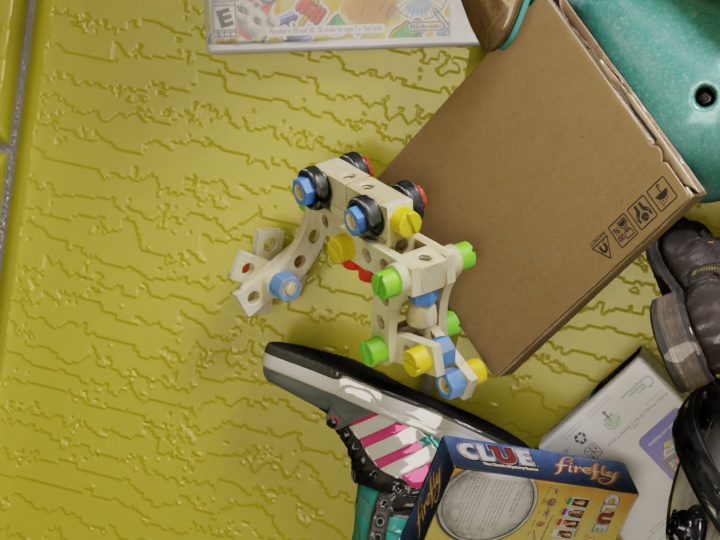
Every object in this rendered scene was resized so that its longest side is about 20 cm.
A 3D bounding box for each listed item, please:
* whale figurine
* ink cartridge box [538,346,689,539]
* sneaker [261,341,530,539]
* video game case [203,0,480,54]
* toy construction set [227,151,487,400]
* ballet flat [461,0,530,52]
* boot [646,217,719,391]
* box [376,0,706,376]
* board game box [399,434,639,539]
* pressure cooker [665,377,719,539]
[{"bbox_3d":[0.190,-0.134,1.062,0.159,0.104,0.200,-43,87,11],"label":"whale figurine"},{"bbox_3d":[0.224,0.157,1.147,0.099,0.039,0.200,-43,88,16],"label":"ink cartridge box"},{"bbox_3d":[0.007,0.136,1.172,0.199,0.084,0.121,24,95,6],"label":"sneaker"},{"bbox_3d":[-0.012,-0.240,1.131,0.198,0.023,0.184,0,100,13],"label":"video game case"},{"bbox_3d":[0.000,0.000,1.125,0.199,0.092,0.132,19,126,38],"label":"toy construction set"},{"bbox_3d":[0.089,-0.239,1.056,0.072,0.068,0.201,22,84,-20],"label":"ballet flat"},{"bbox_3d":[0.265,-0.001,1.016,0.173,0.200,0.070,-23,110,18],"label":"boot"},{"bbox_3d":[0.106,-0.052,1.083,0.200,0.021,0.164,-47,68,38],"label":"box"},{"bbox_3d":[0.087,0.208,1.135,0.134,0.035,0.201,11,119,-19],"label":"board game box"},{"bbox_3d":[0.278,0.146,1.012,0.199,0.176,0.180,23,72,-16],"label":"pressure cooker"}]
